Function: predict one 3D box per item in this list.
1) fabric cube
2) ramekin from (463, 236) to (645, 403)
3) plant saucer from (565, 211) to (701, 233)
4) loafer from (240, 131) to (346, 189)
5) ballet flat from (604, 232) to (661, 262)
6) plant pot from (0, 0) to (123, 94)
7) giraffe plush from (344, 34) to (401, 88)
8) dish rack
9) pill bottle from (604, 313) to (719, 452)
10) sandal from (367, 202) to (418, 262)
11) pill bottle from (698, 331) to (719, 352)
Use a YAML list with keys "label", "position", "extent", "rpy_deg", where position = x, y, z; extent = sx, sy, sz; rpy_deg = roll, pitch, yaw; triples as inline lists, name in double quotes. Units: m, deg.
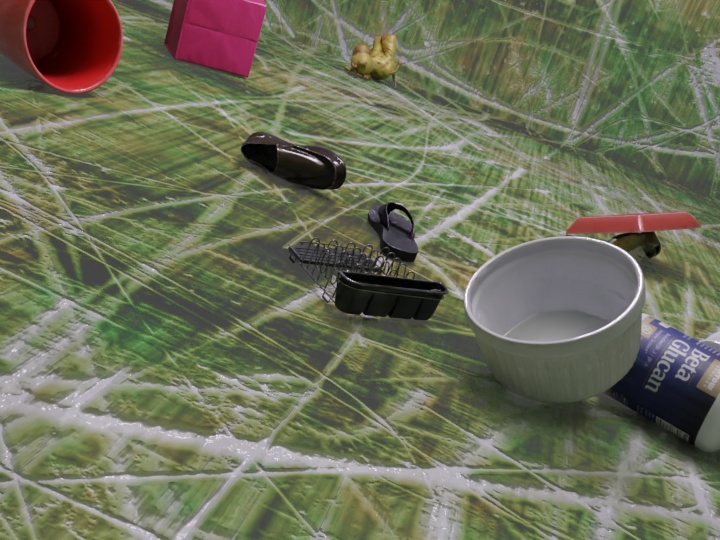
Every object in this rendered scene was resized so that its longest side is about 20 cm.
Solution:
- label: "fabric cube"
  position: [-0.381, -0.641, 2.281]
  extent: [0.198, 0.201, 0.196]
  rpy_deg: [9, 22, -24]
- label: "ramekin"
  position: [0.225, 0.059, 1.000]
  extent: [0.199, 0.105, 0.201]
  rpy_deg: [-12, 33, 8]
- label: "plant saucer"
  position: [0.563, -0.099, 1.815]
  extent: [0.199, 0.037, 0.199]
  rpy_deg: [-6, 4, -34]
- label: "loafer"
  position: [-0.120, -0.179, 1.492]
  extent: [0.199, 0.073, 0.071]
  rpy_deg: [17, 23, 19]
- label: "ballet flat"
  position: [0.568, -0.045, 1.806]
  extent: [0.071, 0.071, 0.199]
  rpy_deg: [32, 24, 32]
- label: "plant pot"
  position: [-0.559, -0.432, 1.575]
  extent: [0.177, 0.202, 0.200]
  rpy_deg: [22, 17, 37]
- label: "giraffe plush"
  position: [0.033, -0.727, 3.051]
  extent: [0.161, 0.173, 0.201]
  rpy_deg: [-1, 61, -25]
- label: "dish rack"
  position: [0.000, 0.000, 1.127]
  extent: [0.153, 0.055, 0.200]
  rpy_deg: [8, 22, -32]
- label: "pill bottle"
  position: [0.393, 0.143, 1.033]
  extent: [0.199, 0.112, 0.111]
  rpy_deg: [31, 22, 30]
- label: "sandal"
  position: [0.060, -0.071, 1.388]
  extent: [0.075, 0.048, 0.201]
  rpy_deg: [15, 20, -14]
- label: "pill bottle"
  position: [0.521, 0.136, 1.178]
  extent: [0.199, 0.113, 0.112]
  rpy_deg: [4, 24, -37]
